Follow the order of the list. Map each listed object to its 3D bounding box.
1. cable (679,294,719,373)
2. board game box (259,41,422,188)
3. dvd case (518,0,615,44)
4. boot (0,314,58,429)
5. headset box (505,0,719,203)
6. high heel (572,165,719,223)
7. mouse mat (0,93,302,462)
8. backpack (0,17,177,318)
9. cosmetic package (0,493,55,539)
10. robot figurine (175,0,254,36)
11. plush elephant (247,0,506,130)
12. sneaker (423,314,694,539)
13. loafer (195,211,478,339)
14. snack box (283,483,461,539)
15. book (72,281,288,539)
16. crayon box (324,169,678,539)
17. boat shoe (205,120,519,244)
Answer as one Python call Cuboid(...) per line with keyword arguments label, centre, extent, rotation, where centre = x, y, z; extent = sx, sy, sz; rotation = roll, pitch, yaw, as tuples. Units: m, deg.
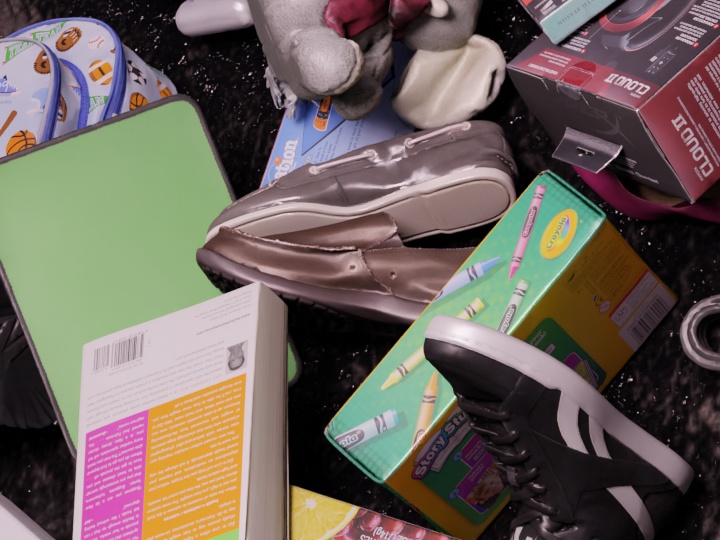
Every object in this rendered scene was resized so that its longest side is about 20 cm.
Cuboid(label="cable", centre=(0.282, 0.030, 1.614), extent=(0.199, 0.050, 0.098), rotation=(-25, 73, 31))
Cuboid(label="board game box", centre=(-0.003, -0.093, 1.832), extent=(0.103, 0.019, 0.201), rotation=(8, 71, 30))
Cuboid(label="dvd case", centre=(0.151, -0.211, 1.733), extent=(0.146, 0.022, 0.200), rotation=(-36, 22, 4))
Cuboid(label="boot", centre=(-0.281, 0.069, 1.855), extent=(0.162, 0.197, 0.074), rotation=(2, 101, 60))
Cuboid(label="headset box", centre=(0.191, -0.130, 1.652), extent=(0.200, 0.075, 0.149), rotation=(-42, 29, -13))
Cuboid(label="high heel", centre=(0.190, -0.066, 1.663), extent=(0.199, 0.096, 0.068), rotation=(19, 77, 34))
Cuboid(label="mouse mat", centre=(-0.139, 0.005, 1.763), extent=(0.160, 0.008, 0.201), rotation=(-21, 89, -18))
Cuboid(label="backpack", centre=(-0.212, -0.072, 1.865), extent=(0.199, 0.154, 0.191), rotation=(-3, 54, 31))
Cuboid(label="cosmetic package", centre=(-0.233, 0.201, 1.782), extent=(0.200, 0.074, 0.102), rotation=(36, 86, 38))
Cuboid(label="robot figurine", centre=(-0.097, -0.241, 1.886), extent=(0.199, 0.113, 0.171), rotation=(4, 92, 47))
Cuboid(label="plush elephant", centre=(0.014, -0.171, 1.765), extent=(0.154, 0.200, 0.165), rotation=(-20, 69, -8))
Cuboid(label="sneaker", centre=(0.096, 0.115, 1.564), extent=(0.073, 0.200, 0.112), rotation=(10, 69, 57))
Cuboid(label="loafer", centre=(0.000, 0.000, 1.726), extent=(0.199, 0.073, 0.071), rotation=(12, 75, 4))
Cuboid(label="snack box", centre=(-0.034, 0.216, 1.621), extent=(0.199, 0.068, 0.169), rotation=(15, 73, 36))
Cuboid(label="book", centre=(-0.108, 0.114, 1.653), extent=(0.133, 0.048, 0.201), rotation=(-18, 53, 26))
Cuboid(label="crayon box", centre=(0.084, 0.054, 1.649), extent=(0.200, 0.119, 0.058), rotation=(-49, 53, -1))
Cuboid(label="boat shoe", centre=(0.001, -0.046, 1.760), extent=(0.199, 0.067, 0.057), rotation=(-12, 48, 11))
